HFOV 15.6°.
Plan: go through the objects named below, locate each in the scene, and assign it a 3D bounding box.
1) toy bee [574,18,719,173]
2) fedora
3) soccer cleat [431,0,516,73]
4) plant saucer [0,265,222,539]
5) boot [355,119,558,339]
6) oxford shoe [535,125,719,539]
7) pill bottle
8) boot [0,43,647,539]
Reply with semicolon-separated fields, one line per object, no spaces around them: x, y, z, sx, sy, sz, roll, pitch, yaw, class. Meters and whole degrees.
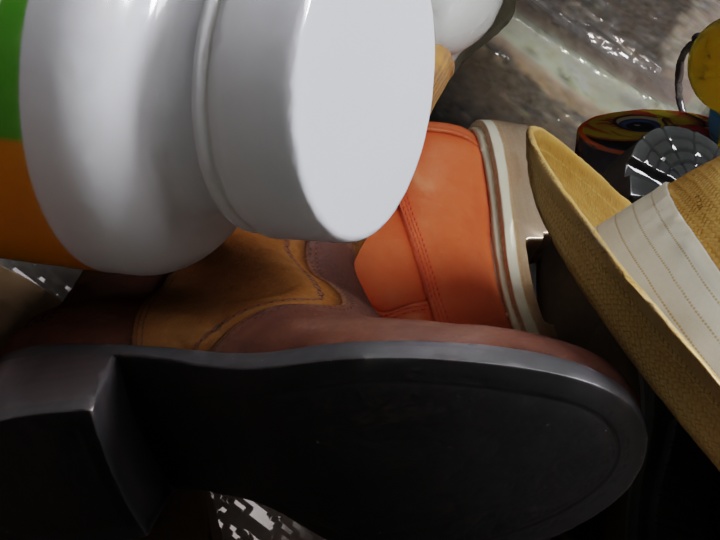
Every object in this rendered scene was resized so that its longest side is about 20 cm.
0.115;-0.020;0.920;0.108;0.200;0.131;-7;93;-20;toy bee
0.128;0.014;0.716;0.201;0.082;0.201;47;11;-12;fedora
0.015;-0.093;0.927;0.069;0.078;0.200;37;7;-2;soccer cleat
-0.124;0.058;0.715;0.200;0.030;0.200;19;39;-17;plant saucer
0.008;0.030;0.817;0.107;0.075;0.200;7;44;-12;boot
0.094;0.062;0.836;0.073;0.084;0.201;15;61;-31;oxford shoe
-0.087;-0.058;0.697;0.199;0.111;0.111;7;29;25;pill bottle
0.000;0.000;0.740;0.200;0.188;0.069;-66;141;-53;boot
